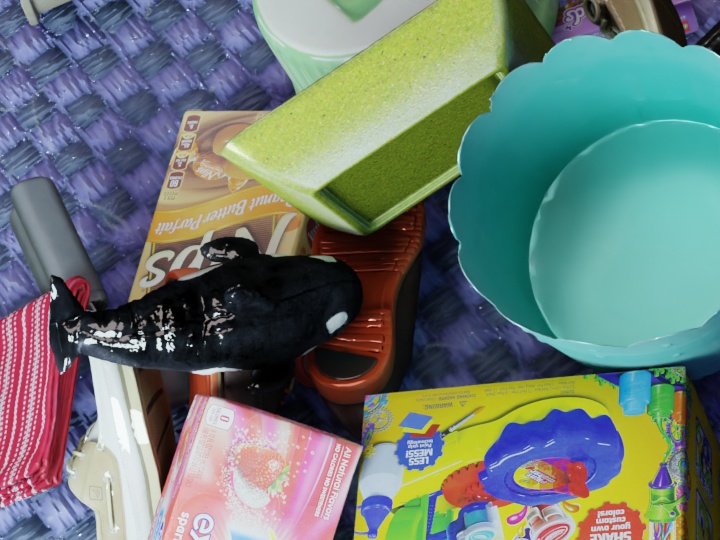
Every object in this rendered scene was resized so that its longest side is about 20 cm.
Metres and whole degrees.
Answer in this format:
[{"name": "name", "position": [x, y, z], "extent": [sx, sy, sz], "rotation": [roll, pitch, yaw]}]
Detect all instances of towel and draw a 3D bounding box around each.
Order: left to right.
[{"name": "towel", "position": [-0.242, 0.093, 1.683], "extent": [0.200, 0.022, 0.145], "rotation": [-25, 51, 50]}]

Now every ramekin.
[{"name": "ramekin", "position": [0.024, -0.188, 1.712], "extent": [0.200, 0.098, 0.200], "rotation": [-15, 54, 21]}]

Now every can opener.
[{"name": "can opener", "position": [-0.172, 0.019, 1.703], "extent": [0.067, 0.053, 0.200], "rotation": [-16, 58, -20]}]

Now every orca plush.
[{"name": "orca plush", "position": [-0.089, 0.014, 1.557], "extent": [0.200, 0.071, 0.105], "rotation": [6, 64, -12]}]

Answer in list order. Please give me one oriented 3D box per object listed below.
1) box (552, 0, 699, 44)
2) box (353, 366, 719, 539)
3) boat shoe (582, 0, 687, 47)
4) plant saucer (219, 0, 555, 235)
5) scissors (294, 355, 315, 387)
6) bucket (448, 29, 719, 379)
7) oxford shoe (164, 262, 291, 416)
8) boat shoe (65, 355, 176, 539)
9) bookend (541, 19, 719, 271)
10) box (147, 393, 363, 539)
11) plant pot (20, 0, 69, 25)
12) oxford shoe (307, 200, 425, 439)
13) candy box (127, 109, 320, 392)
[{"name": "box", "position": [0.128, -0.201, 1.804], "extent": [0.200, 0.039, 0.137], "rotation": [-17, 54, 9]}, {"name": "box", "position": [0.108, 0.176, 1.509], "extent": [0.200, 0.122, 0.193], "rotation": [-7, 57, 17]}, {"name": "boat shoe", "position": [0.164, -0.198, 1.724], "extent": [0.063, 0.073, 0.201], "rotation": [-31, 52, 13]}, {"name": "plant saucer", "position": [0.033, -0.090, 1.571], "extent": [0.200, 0.200, 0.048], "rotation": [-33, 73, 7]}, {"name": "scissors", "position": [0.000, 0.000, 1.729], "extent": [0.014, 0.073, 0.200], "rotation": [-25, 18, 47]}, {"name": "bucket", "position": [0.166, -0.032, 1.520], "extent": [0.207, 0.135, 0.207], "rotation": [-5, 73, 17]}, {"name": "oxford shoe", "position": [-0.073, 0.093, 1.629], "extent": [0.072, 0.200, 0.071], "rotation": [-10, 6, -21]}, {"name": "boat shoe", "position": [-0.152, 0.126, 1.609], "extent": [0.068, 0.075, 0.200], "rotation": [-10, 99, 11]}, {"name": "bookend", "position": [0.259, -0.044, 1.615], "extent": [0.200, 0.092, 0.199], "rotation": [-43, 54, -9]}, {"name": "box", "position": [-0.079, 0.183, 1.534], "extent": [0.103, 0.095, 0.200], "rotation": [19, 85, -8]}, {"name": "plant pot", "position": [-0.186, -0.303, 1.916], "extent": [0.183, 0.201, 0.201], "rotation": [-14, 53, -3]}, {"name": "oxford shoe", "position": [0.005, 0.020, 1.676], "extent": [0.071, 0.073, 0.200], "rotation": [2, 49, 16]}, {"name": "candy box", "position": [-0.085, -0.015, 1.750], "extent": [0.115, 0.055, 0.200], "rotation": [1, 58, 23]}]
